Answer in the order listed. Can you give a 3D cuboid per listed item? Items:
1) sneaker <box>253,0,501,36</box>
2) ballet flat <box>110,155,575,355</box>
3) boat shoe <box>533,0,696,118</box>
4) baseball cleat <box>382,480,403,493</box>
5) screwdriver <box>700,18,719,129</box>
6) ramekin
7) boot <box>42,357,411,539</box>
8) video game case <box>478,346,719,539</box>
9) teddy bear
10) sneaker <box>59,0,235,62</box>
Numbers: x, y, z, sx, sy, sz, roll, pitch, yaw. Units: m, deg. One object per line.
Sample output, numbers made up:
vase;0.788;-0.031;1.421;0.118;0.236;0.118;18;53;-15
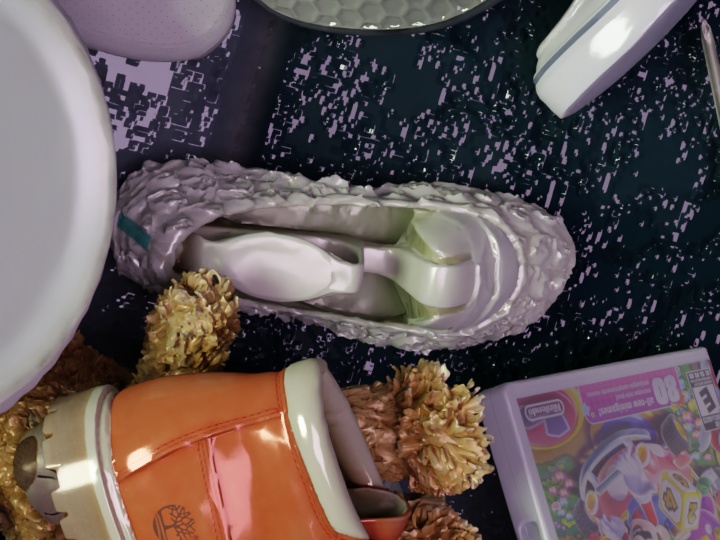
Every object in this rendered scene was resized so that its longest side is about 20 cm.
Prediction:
sneaker;0.049;-0.172;0.869;0.202;0.146;0.077;-18;131;22
ballet flat;0.000;0.000;0.904;0.200;0.072;0.072;5;102;-21
boat shoe;0.125;-0.151;0.916;0.065;0.074;0.200;40;94;7
baseball cleat;0.013;0.133;0.915;0.200;0.070;0.107;27;92;-4
screwdriver;0.166;-0.013;0.982;0.029;0.028;0.200;-29;114;-44
ramekin;-0.173;-0.030;0.771;0.200;0.105;0.201;-4;95;-44
boot;-0.025;0.123;0.806;0.107;0.075;0.200;-16;112;9
video game case;0.123;0.134;0.926;0.143;0.018;0.200;-7;78;-49
teddy bear;-0.048;0.075;0.852;0.200;0.067;0.145;22;122;4
sneaker;-0.119;-0.137;0.818;0.200;0.080;0.070;39;87;-25
